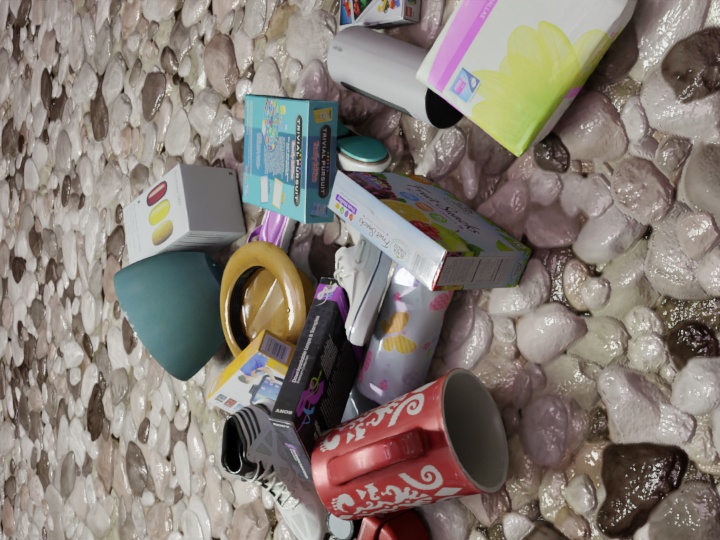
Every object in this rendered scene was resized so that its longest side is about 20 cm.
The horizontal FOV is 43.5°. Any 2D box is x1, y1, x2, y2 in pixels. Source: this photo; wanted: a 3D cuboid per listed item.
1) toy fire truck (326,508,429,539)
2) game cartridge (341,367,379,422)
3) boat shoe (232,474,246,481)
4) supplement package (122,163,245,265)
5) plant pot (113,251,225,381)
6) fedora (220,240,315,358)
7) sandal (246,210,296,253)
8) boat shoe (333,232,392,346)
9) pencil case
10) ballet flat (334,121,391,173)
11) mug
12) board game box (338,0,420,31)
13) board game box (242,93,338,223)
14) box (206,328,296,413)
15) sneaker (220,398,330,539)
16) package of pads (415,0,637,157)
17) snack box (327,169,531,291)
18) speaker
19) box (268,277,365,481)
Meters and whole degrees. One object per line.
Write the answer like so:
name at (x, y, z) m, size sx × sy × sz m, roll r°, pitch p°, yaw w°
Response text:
toy fire truck at (0.033, 0.390, 1.090) m, size 0.198 × 0.127 × 0.179 m, roll 29°, pitch 110°, yaw 33°
game cartridge at (-0.037, 0.239, 1.226) m, size 0.200 × 0.040 × 0.135 m, roll -49°, pitch 59°, yaw 37°
boat shoe at (-0.115, 0.256, 1.237) m, size 0.200 × 0.069 × 0.073 m, roll -41°, pitch 55°, yaw 37°
supplement package at (-0.289, -0.081, 1.467) m, size 0.199 × 0.108 × 0.116 m, roll -27°, pitch 70°, yaw 45°
plant pot at (-0.270, 0.049, 1.408) m, size 0.134 × 0.200 × 0.202 m, roll -34°, pitch 58°, yaw 3°
fedora at (-0.121, 0.054, 1.283) m, size 0.198 × 0.081 × 0.206 m, roll 8°, pitch 101°, yaw 45°
sandal at (-0.147, -0.026, 1.345) m, size 0.082 × 0.049 × 0.207 m, roll 32°, pitch 113°, yaw 45°
boat shoe at (0.000, 0.000, 1.085) m, size 0.071 × 0.068 × 0.203 m, roll 105°, pitch -179°, yaw -53°
pencil case at (0.060, 0.066, 1.080) m, size 0.082 × 0.090 × 0.204 m, roll 23°, pitch 110°, yaw 21°
ballet flat at (-0.020, -0.154, 1.201) m, size 0.199 × 0.068 × 0.071 m, roll 39°, pitch 118°, yaw 47°
mug at (0.037, 0.195, 1.007) m, size 0.198 × 0.177 × 0.136 m, roll -25°, pitch 46°, yaw 32°
board game box at (0.028, -0.416, 1.162) m, size 0.125 × 0.034 × 0.205 m, roll 7°, pitch 95°, yaw 48°
board game box at (-0.098, -0.155, 1.219) m, size 0.199 × 0.046 × 0.155 m, roll 22°, pitch 112°, yaw 57°
box at (-0.128, 0.163, 1.240) m, size 0.200 × 0.118 × 0.042 m, roll -45°, pitch 21°, yaw 45°
sneaker at (-0.117, 0.267, 1.133) m, size 0.075 × 0.115 × 0.203 m, roll -35°, pitch 76°, yaw 29°
package of pads at (0.171, -0.238, 0.928) m, size 0.154 × 0.068 × 0.202 m, roll 38°, pitch 121°, yaw 10°
snack box at (0.075, -0.048, 1.019) m, size 0.200 × 0.140 × 0.054 m, roll 41°, pitch 119°, yaw 41°
speaker at (0.046, -0.240, 1.104) m, size 0.199 × 0.080 × 0.083 m, roll 33°, pitch 113°, yaw 43°
box at (-0.048, 0.133, 1.099) m, size 0.035 × 0.144 × 0.203 m, roll 5°, pitch 52°, yaw 18°
